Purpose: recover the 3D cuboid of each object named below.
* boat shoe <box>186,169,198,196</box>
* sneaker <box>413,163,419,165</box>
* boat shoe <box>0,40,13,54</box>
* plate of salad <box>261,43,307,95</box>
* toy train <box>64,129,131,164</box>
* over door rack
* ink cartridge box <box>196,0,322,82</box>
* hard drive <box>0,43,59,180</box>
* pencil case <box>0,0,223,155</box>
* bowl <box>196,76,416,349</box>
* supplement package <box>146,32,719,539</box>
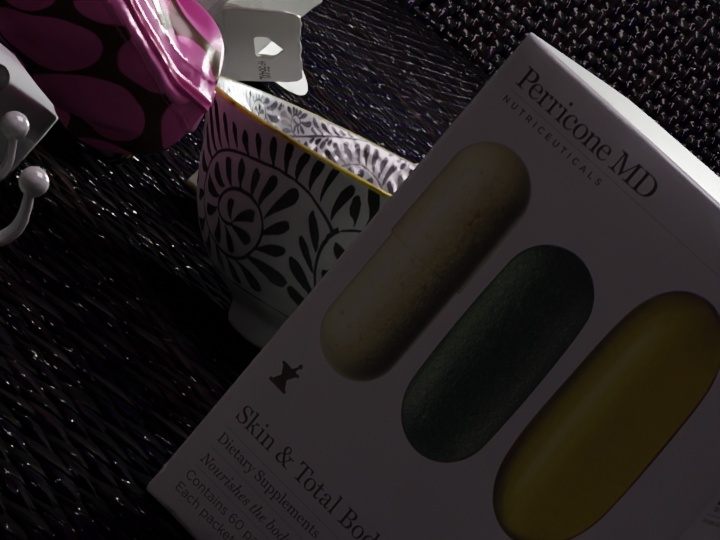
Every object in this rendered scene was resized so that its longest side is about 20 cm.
[{"bbox_3d":[-0.018,-0.030,1.555,0.071,0.069,0.200,47,11,29],"label":"boat shoe"},{"bbox_3d":[0.028,0.031,1.475,0.075,0.085,0.200,18,32,2],"label":"sneaker"},{"bbox_3d":[-0.181,-0.136,1.372,0.200,0.063,0.071,39,41,-7],"label":"boat shoe"},{"bbox_3d":[-0.110,-0.192,2.074,0.200,0.048,0.200,48,12,-14],"label":"plate of salad"},{"bbox_3d":[-0.168,-0.118,1.449,0.200,0.034,0.046,46,6,29],"label":"toy train"},{"bbox_3d":[-0.200,-0.104,1.111,0.200,0.067,0.148,38,8,-21],"label":"over door rack"},{"bbox_3d":[-0.112,-0.166,1.490,0.200,0.125,0.129,49,-8,10],"label":"ink cartridge box"},{"bbox_3d":[-0.213,-0.119,1.275,0.200,0.025,0.132,40,8,-6],"label":"hard drive"},{"bbox_3d":[-0.115,-0.122,1.201,0.093,0.091,0.200,19,-19,26],"label":"pencil case"},{"bbox_3d":[0.000,0.000,1.334,0.200,0.095,0.201,28,7,-4],"label":"bowl"},{"bbox_3d":[0.065,0.053,1.031,0.152,0.200,0.151,43,8,19],"label":"supplement package"}]
